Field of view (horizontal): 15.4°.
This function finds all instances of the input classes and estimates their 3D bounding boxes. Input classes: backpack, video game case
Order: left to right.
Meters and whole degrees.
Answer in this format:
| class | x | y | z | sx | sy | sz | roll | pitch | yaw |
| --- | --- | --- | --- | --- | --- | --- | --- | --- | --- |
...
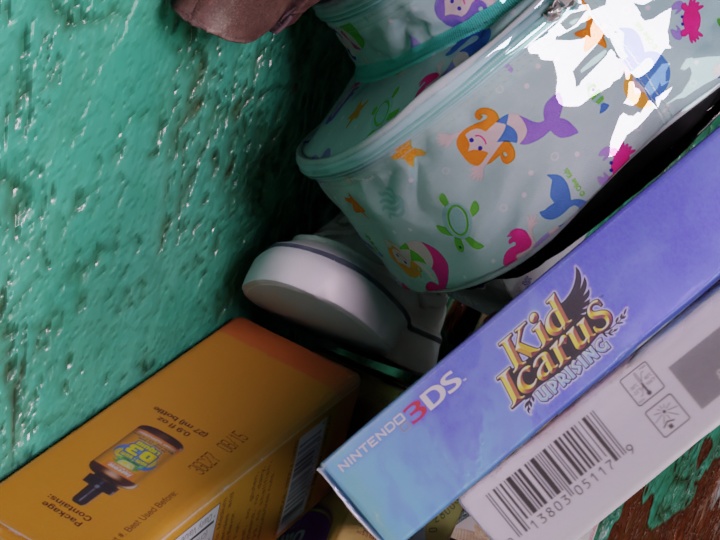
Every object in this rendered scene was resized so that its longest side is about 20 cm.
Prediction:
| class | x | y | z | sx | sy | sz | roll | pitch | yaw |
| --- | --- | --- | --- | --- | --- | --- | --- | --- | --- |
| backpack | 0.066 | -0.088 | 1.059 | 0.200 | 0.151 | 0.177 | -48 | -166 | -12 |
| video game case | 0.074 | 0.027 | 1.033 | 0.200 | 0.045 | 0.181 | -40 | 176 | -1 |

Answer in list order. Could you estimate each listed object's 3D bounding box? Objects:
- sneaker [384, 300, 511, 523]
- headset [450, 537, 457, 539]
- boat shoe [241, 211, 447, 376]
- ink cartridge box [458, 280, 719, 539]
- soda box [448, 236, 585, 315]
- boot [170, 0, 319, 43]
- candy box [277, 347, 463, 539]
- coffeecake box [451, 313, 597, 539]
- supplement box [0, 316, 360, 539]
| class | x | y | z | sx | sy | sz | roll | pitch | yaw |
| --- | --- | --- | --- | --- | --- | --- | --- | --- | --- |
| sneaker | 0.063 | 0.071 | 1.285 | 0.200 | 0.081 | 0.075 | -27 | 161 | 11 |
| headset | 0.051 | 0.191 | 1.339 | 0.200 | 0.094 | 0.124 | -175 | -111 | -79 |
| boat shoe | 0.000 | 0.000 | 1.171 | 0.200 | 0.073 | 0.066 | 43 | 66 | -79 |
| ink cartridge box | 0.123 | 0.049 | 1.138 | 0.162 | 0.057 | 0.200 | -40 | -177 | 8 |
| soda box | 0.053 | -0.040 | 1.249 | 0.068 | 0.063 | 0.200 | -61 | 158 | -11 |
| boot | 0.003 | -0.175 | 1.022 | 0.167 | 0.072 | 0.200 | -60 | 168 | 23 |
| candy box | -0.020 | 0.143 | 1.192 | 0.200 | 0.056 | 0.117 | -68 | -159 | -1 |
| coffeecake box | 0.089 | 0.109 | 1.443 | 0.154 | 0.073 | 0.200 | -63 | 163 | -46 |
| supplement box | -0.079 | 0.091 | 1.065 | 0.200 | 0.066 | 0.069 | -34 | 144 | -55 |
